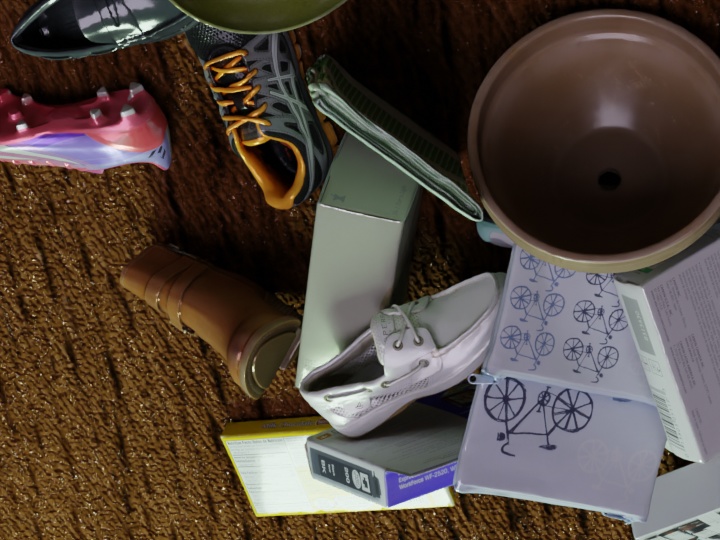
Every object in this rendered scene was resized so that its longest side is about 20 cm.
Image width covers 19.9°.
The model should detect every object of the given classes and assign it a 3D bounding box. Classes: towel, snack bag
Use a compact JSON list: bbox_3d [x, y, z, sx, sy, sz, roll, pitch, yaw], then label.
[{"bbox_3d":[0.023,-0.103,1.523,0.152,0.200,0.023,36,98,-9],"label":"towel"},{"bbox_3d":[0.167,0.088,1.545,0.188,0.021,0.200,13,96,-28],"label":"snack bag"}]

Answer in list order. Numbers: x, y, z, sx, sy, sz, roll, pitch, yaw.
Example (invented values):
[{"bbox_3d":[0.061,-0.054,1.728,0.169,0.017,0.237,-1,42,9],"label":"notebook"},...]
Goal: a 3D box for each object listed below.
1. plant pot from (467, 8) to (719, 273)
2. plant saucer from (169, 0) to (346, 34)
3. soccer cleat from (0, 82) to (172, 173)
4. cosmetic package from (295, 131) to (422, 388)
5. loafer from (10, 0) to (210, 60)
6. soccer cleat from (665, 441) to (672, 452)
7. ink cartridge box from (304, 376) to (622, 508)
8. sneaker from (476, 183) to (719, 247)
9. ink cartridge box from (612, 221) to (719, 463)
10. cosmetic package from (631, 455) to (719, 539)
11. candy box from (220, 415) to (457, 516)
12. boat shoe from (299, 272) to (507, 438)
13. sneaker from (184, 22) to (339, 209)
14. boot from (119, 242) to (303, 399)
[{"bbox_3d":[0.182,-0.083,1.507,0.200,0.201,0.093,7,161,13],"label":"plant pot"},{"bbox_3d":[-0.070,-0.269,1.467,0.200,0.031,0.200,-8,118,-16],"label":"plant saucer"},{"bbox_3d":[-0.251,-0.107,1.690,0.200,0.067,0.077,-5,131,18],"label":"soccer cleat"},{"bbox_3d":[0.000,0.000,1.666,0.073,0.104,0.200,14,132,6],"label":"cosmetic package"},{"bbox_3d":[-0.186,-0.197,1.560,0.200,0.070,0.068,-11,104,41],"label":"loafer"},{"bbox_3d":[0.291,0.082,1.662,0.078,0.069,0.200,32,133,-5],"label":"soccer cleat"},{"bbox_3d":[0.083,0.135,1.637,0.200,0.198,0.043,8,114,65],"label":"ink cartridge box"},{"bbox_3d":[0.198,-0.006,1.612,0.200,0.078,0.140,-5,125,22],"label":"sneaker"},{"bbox_3d":[0.303,0.031,1.563,0.050,0.200,0.161,23,138,61],"label":"ink cartridge box"},{"bbox_3d":[0.329,0.181,1.716,0.200,0.051,0.082,-26,151,34],"label":"cosmetic package"},{"bbox_3d":[-0.019,0.176,1.864,0.200,0.026,0.102,-5,123,22],"label":"candy box"},{"bbox_3d":[0.035,0.059,1.598,0.200,0.071,0.069,-38,127,24],"label":"boat shoe"},{"bbox_3d":[-0.081,-0.136,1.600,0.078,0.077,0.200,-17,119,31],"label":"sneaker"},{"bbox_3d":[-0.125,0.029,1.686,0.155,0.200,0.077,30,103,4],"label":"boot"}]
